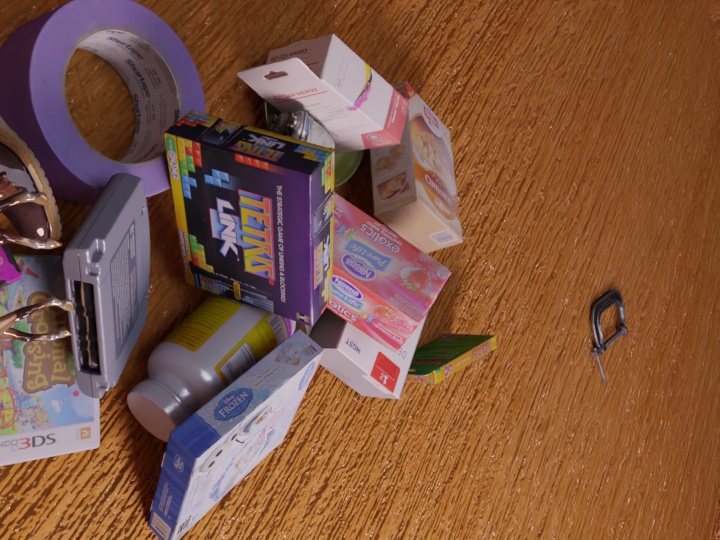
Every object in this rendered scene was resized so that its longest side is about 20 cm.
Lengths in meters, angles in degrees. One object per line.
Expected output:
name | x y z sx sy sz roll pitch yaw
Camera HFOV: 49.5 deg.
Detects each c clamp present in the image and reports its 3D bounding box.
c clamp | 0.580 0.140 1.828 0.200 0.027 0.171 -31 107 -44

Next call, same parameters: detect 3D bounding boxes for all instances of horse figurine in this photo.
horse figurine | -0.302 0.013 0.619 0.132 0.050 0.200 -17 126 -31

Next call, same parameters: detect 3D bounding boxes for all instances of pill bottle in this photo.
pill bottle | -0.168 0.098 0.885 0.200 0.104 0.104 -48 123 -39

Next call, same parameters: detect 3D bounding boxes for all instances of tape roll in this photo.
tape roll | -0.263 -0.170 0.800 0.200 0.085 0.201 5 84 -49

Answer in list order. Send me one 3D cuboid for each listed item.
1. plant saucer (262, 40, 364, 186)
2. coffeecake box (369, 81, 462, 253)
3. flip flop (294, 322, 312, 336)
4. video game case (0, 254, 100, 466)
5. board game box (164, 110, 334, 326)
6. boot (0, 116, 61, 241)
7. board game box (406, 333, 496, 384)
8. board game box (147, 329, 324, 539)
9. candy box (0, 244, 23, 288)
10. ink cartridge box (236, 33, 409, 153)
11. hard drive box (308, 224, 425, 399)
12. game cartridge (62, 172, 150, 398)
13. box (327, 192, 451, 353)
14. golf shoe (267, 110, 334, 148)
plant saucer | -0.066 -0.211 1.074 0.200 0.031 0.201 4 85 -49
coffeecake box | 0.080 -0.149 1.158 0.153 0.073 0.201 33 47 -52
flip flop | -0.102 0.102 0.996 0.081 0.057 0.200 56 49 -32
video game case | -0.336 0.085 0.749 0.182 0.022 0.201 0 88 -50
board game box | -0.113 -0.051 0.821 0.057 0.165 0.200 -54 155 -44
boot | -0.352 -0.073 0.613 0.166 0.072 0.200 -39 112 -30
board game box | 0.124 0.138 1.232 0.200 0.095 0.030 -16 101 -49
board game box | -0.140 0.186 0.867 0.199 0.043 0.200 -37 160 -44
candy box | -0.392 -0.052 0.640 0.136 0.061 0.200 -34 105 -45
ink cartridge box | -0.045 -0.229 0.987 0.200 0.116 0.068 31 67 -45
hard drive box | 0.017 0.060 1.125 0.156 0.077 0.200 42 58 -39
game cartridge | -0.241 0.012 0.758 0.134 0.040 0.200 -73 177 -49
box | 0.000 0.000 0.999 0.200 0.103 0.095 34 58 3
golf shoe | -0.086 -0.096 0.986 0.097 0.078 0.200 23 87 -44
